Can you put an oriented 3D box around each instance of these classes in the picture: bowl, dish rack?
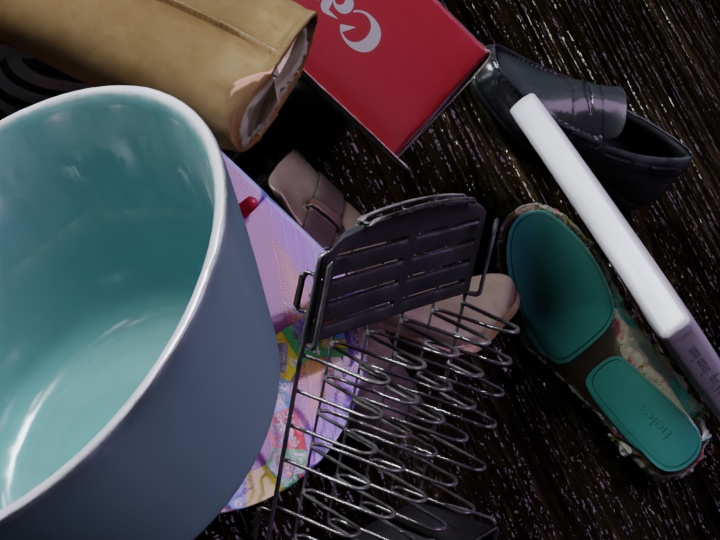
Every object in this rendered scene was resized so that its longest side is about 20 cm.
[{"bbox_3d":[-0.110,0.041,0.600,0.105,0.199,0.202,53,28,-41],"label":"bowl"},{"bbox_3d":[0.019,0.067,0.733,0.054,0.202,0.153,21,21,29],"label":"dish rack"}]

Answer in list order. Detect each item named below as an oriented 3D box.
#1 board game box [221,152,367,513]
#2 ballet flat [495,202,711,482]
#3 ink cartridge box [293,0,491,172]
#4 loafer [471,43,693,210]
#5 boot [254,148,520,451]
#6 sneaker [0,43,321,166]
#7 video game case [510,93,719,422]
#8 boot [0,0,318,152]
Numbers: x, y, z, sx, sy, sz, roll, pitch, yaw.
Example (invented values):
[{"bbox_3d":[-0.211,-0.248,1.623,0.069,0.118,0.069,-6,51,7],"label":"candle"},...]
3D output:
[{"bbox_3d":[-0.078,0.008,0.718,0.200,0.039,0.158,43,56,-7],"label":"board game box"},{"bbox_3d":[0.147,0.047,1.011,0.201,0.075,0.064,57,3,-4],"label":"ballet flat"},{"bbox_3d":[-0.032,-0.160,0.870,0.200,0.084,0.176,41,4,-20],"label":"ink cartridge box"},{"bbox_3d":[0.158,-0.110,1.141,0.200,0.070,0.069,28,41,-34],"label":"loafer"},{"bbox_3d":[0.000,0.000,0.851,0.147,0.070,0.200,53,35,-3],"label":"boot"},{"bbox_3d":[-0.109,-0.124,0.823,0.199,0.076,0.116,8,53,-47],"label":"sneaker"},{"bbox_3d":[0.177,0.002,1.017,0.182,0.024,0.201,45,13,-52],"label":"video game case"},{"bbox_3d":[-0.136,-0.102,0.690,0.199,0.066,0.176,25,47,3],"label":"boot"}]
